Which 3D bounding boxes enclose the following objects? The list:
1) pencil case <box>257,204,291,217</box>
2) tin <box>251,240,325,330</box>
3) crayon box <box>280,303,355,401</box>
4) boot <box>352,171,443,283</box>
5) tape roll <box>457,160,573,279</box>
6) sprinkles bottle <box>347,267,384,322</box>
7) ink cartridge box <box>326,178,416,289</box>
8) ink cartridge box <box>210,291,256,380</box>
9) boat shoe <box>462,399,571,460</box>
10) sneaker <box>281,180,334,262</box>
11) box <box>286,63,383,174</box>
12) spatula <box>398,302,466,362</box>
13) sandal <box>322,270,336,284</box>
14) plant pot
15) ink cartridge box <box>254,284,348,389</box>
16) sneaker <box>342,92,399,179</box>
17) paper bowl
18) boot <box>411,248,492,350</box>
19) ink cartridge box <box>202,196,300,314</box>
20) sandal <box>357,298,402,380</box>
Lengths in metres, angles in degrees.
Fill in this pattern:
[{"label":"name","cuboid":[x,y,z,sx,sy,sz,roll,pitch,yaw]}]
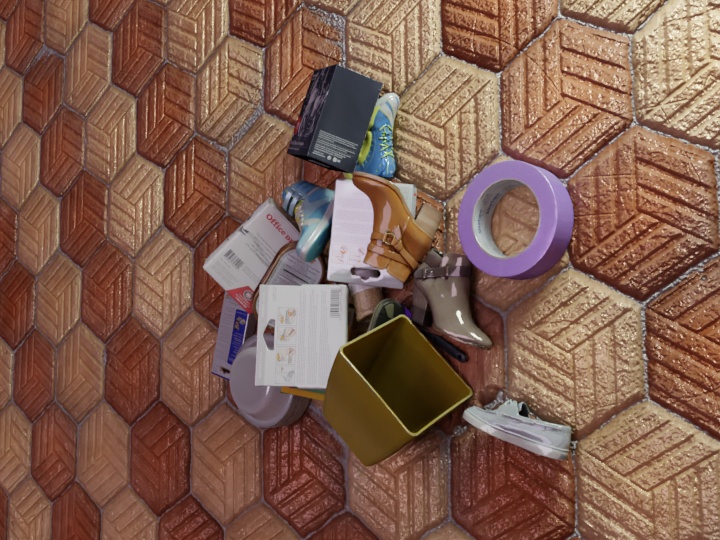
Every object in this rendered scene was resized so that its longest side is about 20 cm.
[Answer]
[{"label":"pencil case","cuboid":[-0.217,-0.045,1.889,0.082,0.091,0.202,21,103,7]},{"label":"tin","cuboid":[-0.148,0.034,1.764,0.201,0.111,0.042,-58,16,11]},{"label":"crayon box","cuboid":[-0.087,0.159,1.730,0.117,0.058,0.203,12,93,-2]},{"label":"boot","cuboid":[0.041,-0.084,1.602,0.198,0.074,0.156,30,91,8]},{"label":"tape roll","cuboid":[0.269,-0.087,1.487,0.198,0.065,0.203,-5,82,41]},{"label":"sprinkles bottle","cuboid":[0.000,0.000,1.706,0.068,0.068,0.202,-29,68,35]},{"label":"ink cartridge box","cuboid":[0.023,-0.073,1.672,0.160,0.050,0.203,6,94,14]},{"label":"ink cartridge box","cuboid":[-0.289,0.150,1.962,0.094,0.037,0.203,13,92,40]},{"label":"boat shoe","cuboid":[0.270,0.260,1.457,0.199,0.070,0.072,17,86,36]},{"label":"sneaker","cuboid":[-0.118,-0.105,1.728,0.129,0.201,0.080,22,134,7]},{"label":"box","cuboid":[-0.055,-0.300,1.695,0.184,0.103,0.200,-70,18,2]},{"label":"spatula","cuboid":[0.126,0.122,1.615,0.199,0.020,0.057,30,117,36]},{"label":"sandal","cuboid":[-0.141,0.043,1.829,0.205,0.059,0.080,-23,71,37]},{"label":"plant pot","cuboid":[0.047,0.236,1.555,0.200,0.199,0.177,48,130,17]},{"label":"ink cartridge box","cuboid":[-0.113,0.129,1.660,0.173,0.045,0.203,1,80,5]},{"label":"sneaker","cuboid":[0.046,-0.247,1.699,0.105,0.075,0.201,41,120,22]},{"label":"paper bowl","cuboid":[-0.204,0.237,1.837,0.199,0.104,0.204,-6,81,39]},{"label":"boot","cuboid":[0.175,0.045,1.556,0.198,0.070,0.148,21,93,35]},{"label":"ink cartridge box","cuboid":[-0.211,-0.033,1.802,0.200,0.083,0.147,-42,104,7]},{"label":"sandal","cuboid":[0.026,0.143,1.668,0.057,0.079,0.203,41,113,51]}]
